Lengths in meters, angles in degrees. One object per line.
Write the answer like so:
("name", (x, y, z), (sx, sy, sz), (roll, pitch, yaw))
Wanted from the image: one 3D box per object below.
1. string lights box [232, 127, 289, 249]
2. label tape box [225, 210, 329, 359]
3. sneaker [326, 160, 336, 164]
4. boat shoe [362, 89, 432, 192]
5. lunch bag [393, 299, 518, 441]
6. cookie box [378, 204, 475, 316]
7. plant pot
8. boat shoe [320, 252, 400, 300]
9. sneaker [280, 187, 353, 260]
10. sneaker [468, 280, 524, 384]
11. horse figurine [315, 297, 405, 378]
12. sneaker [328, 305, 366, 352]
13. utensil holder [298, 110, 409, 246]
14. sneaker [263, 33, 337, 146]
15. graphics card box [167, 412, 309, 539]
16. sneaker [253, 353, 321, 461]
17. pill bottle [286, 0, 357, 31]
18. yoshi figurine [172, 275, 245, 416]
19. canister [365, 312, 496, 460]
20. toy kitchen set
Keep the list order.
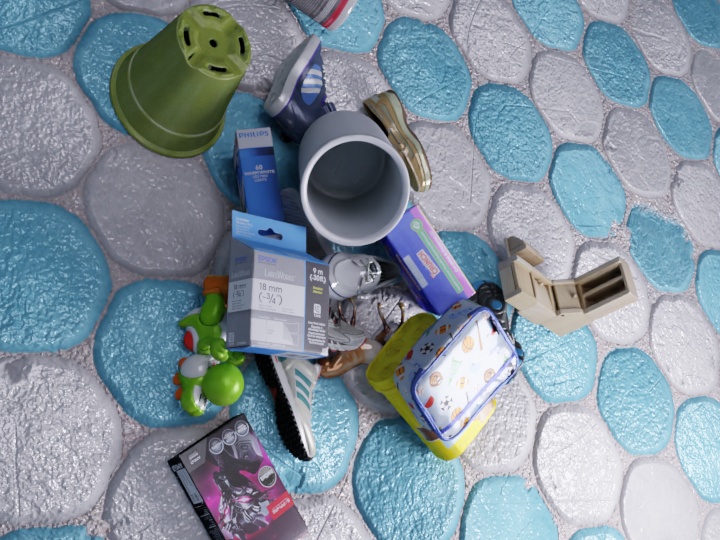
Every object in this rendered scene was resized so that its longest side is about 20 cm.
("string lights box", (-0.158, -0.110, 1.498), (0.058, 0.103, 0.204), (-7, 74, -12))
("label tape box", (-0.116, 0.019, 1.369), (0.143, 0.063, 0.204), (11, 74, -42))
("sneaker", (-0.003, -0.148, 1.648), (0.197, 0.077, 0.087), (17, 73, -25))
("boat shoe", (0.061, -0.227, 1.733), (0.075, 0.072, 0.203), (-20, 77, -23))
("lunch bag", (0.155, 0.154, 1.473), (0.200, 0.075, 0.161), (-42, 120, -16))
("cookie box", (0.101, -0.016, 1.583), (0.075, 0.200, 0.173), (-34, 93, -2))
("plant pot", (-0.260, -0.304, 1.456), (0.197, 0.189, 0.204), (12, 66, -29))
("boat shoe", (0.000, 0.000, 1.500), (0.199, 0.066, 0.075), (-14, 89, -64))
("sneaker", (-0.067, -0.055, 1.571), (0.202, 0.073, 0.082), (60, 37, -13))
("sneaker", (0.236, 0.111, 1.717), (0.072, 0.083, 0.203), (-7, 55, -8))
("horse figurine", (0.014, 0.114, 1.565), (0.197, 0.050, 0.135), (10, 77, -37))
("sneaker", (-0.076, 0.059, 1.466), (0.198, 0.083, 0.078), (30, 11, -2))
("utensil holder", (-0.017, -0.154, 1.505), (0.169, 0.171, 0.201), (36, 14, -17))
("sneaker", (-0.078, -0.298, 1.656), (0.146, 0.080, 0.202), (40, 51, -25))
("graphics card box", (-0.173, 0.323, 1.359), (0.125, 0.051, 0.202), (-29, 88, -38))
("sneaker", (-0.090, 0.185, 1.455), (0.092, 0.070, 0.203), (-15, 77, -32))
("pill bottle", (-0.102, -0.529, 1.702), (0.198, 0.110, 0.112), (30, 57, -21))
("yoshi figurine", (-0.201, 0.115, 1.387), (0.111, 0.111, 0.203), (25, 62, -31))
("canister", (0.120, 0.192, 1.551), (0.149, 0.086, 0.201), (-48, 116, -18))
("toy kitchen set", (0.373, -0.013, 1.763), (0.199, 0.179, 0.166), (29, 43, -42))
